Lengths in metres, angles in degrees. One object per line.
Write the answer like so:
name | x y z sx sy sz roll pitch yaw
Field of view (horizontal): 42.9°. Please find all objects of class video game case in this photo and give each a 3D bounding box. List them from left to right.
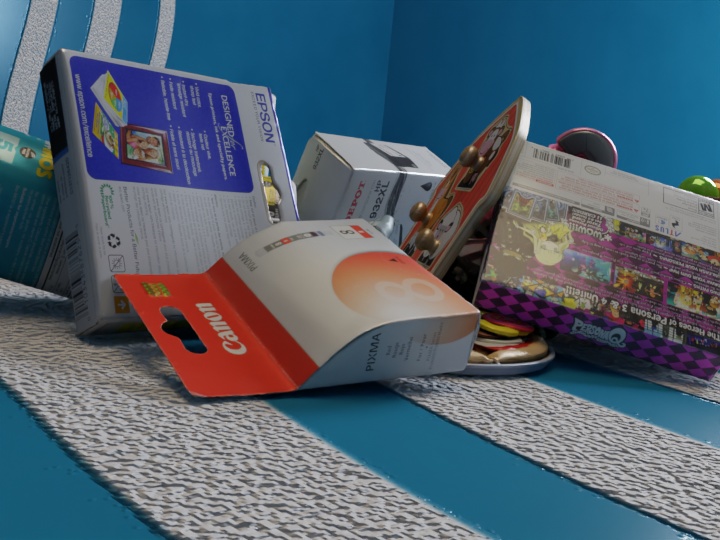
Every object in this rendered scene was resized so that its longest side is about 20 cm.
video game case | 0.203 -0.017 0.761 0.196 0.036 0.183 17 48 3

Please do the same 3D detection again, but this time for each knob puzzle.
knob puzzle | 0.086 -0.076 0.828 0.030 0.222 0.220 33 3 -10

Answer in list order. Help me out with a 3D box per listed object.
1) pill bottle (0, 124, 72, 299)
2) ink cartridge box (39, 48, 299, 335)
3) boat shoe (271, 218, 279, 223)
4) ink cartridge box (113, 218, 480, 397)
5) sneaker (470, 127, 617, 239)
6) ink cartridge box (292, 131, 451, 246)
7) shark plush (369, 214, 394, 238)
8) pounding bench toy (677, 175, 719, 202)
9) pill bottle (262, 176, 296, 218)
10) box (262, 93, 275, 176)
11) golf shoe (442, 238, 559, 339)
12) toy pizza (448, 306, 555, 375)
pill bottle | -0.236 -0.039 0.722 0.196 0.113 0.111 19 1 -22
ink cartridge box | -0.136 -0.056 0.705 0.047 0.202 0.198 -24 -17 39
boat shoe | -0.075 -0.012 0.825 0.196 0.075 0.066 19 34 -9
ink cartridge box | -0.044 0.015 0.604 0.196 0.051 0.162 1 25 -33
sneaker | 0.173 -0.067 0.905 0.199 0.080 0.095 -38 1 27
ink cartridge box | 0.010 -0.072 1.090 0.197 0.147 0.084 -1 34 -46
shark plush | 0.000 0.000 0.916 0.083 0.092 0.198 44 20 26
pounding bench toy | 0.321 -0.013 0.900 0.197 0.160 0.123 11 9 40
pill bottle | -0.166 -0.045 0.924 0.195 0.114 0.111 4 7 -10
box | -0.163 -0.105 1.040 0.110 0.205 0.101 8 7 0
golf shoe | 0.134 0.001 0.849 0.088 0.078 0.199 -39 33 -18
toy pizza | 0.057 0.044 0.727 0.195 0.033 0.200 6 7 -1
